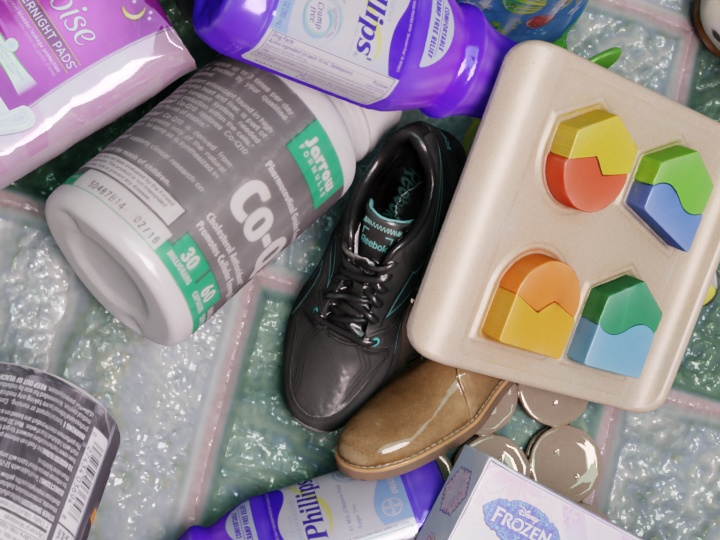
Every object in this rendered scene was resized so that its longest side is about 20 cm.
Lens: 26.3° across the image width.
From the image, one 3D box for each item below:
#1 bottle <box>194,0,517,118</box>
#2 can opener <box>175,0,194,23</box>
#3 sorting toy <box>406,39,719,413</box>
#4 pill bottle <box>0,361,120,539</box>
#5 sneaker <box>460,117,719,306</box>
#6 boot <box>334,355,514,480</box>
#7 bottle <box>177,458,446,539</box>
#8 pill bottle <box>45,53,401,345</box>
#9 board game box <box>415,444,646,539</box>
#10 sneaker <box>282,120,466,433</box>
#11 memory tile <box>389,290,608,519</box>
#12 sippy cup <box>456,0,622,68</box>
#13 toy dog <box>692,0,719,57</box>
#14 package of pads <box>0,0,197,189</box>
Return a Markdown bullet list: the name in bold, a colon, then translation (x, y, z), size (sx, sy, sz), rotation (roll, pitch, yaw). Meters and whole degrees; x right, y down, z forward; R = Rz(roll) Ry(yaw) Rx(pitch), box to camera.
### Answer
- **bottle**: translation (0.009, -0.132, 0.848), size (0.200, 0.065, 0.084), rotation (19, 74, -28)
- **can opener**: translation (-0.114, -0.217, 0.884), size (0.079, 0.063, 0.200), rotation (-35, 114, 24)
- **sorting toy**: translation (0.137, -0.017, 0.890), size (0.200, 0.036, 0.186), rotation (17, 96, -36)
- **pill bottle**: translation (-0.206, 0.157, 0.813), size (0.106, 0.106, 0.200), rotation (23, 55, -10)
- **sneaker**: translation (0.139, -0.031, 0.985), size (0.200, 0.078, 0.090), rotation (37, 90, -5)
- **boot**: translation (0.057, 0.047, 0.917), size (0.200, 0.074, 0.076), rotation (-37, 127, -23)
- **bottle**: translation (-0.042, 0.165, 0.897), size (0.199, 0.084, 0.065), rotation (-17, 116, -3)
- **pill bottle**: translation (-0.076, -0.060, 0.901), size (0.113, 0.113, 0.200), rotation (48, 67, -4)
- **board game box**: translation (0.099, 0.231, 0.868), size (0.200, 0.041, 0.200), rotation (30, 86, -18)
- **sneaker**: translation (0.000, 0.000, 0.920), size (0.075, 0.079, 0.200), rotation (21, 88, 11)
- **memory tile**: translation (0.078, 0.104, 0.973), size (0.153, 0.017, 0.201), rotation (-6, 85, -15)
- **sippy cup**: translation (0.104, -0.213, 0.964), size (0.178, 0.130, 0.140), rotation (30, 77, -9)
- **toy dog**: translation (0.323, -0.164, 1.013), size (0.199, 0.140, 0.194), rotation (12, 67, -13)
- **package of pads**: translation (-0.207, -0.118, 0.891), size (0.200, 0.076, 0.121), rotation (-33, 93, -10)
